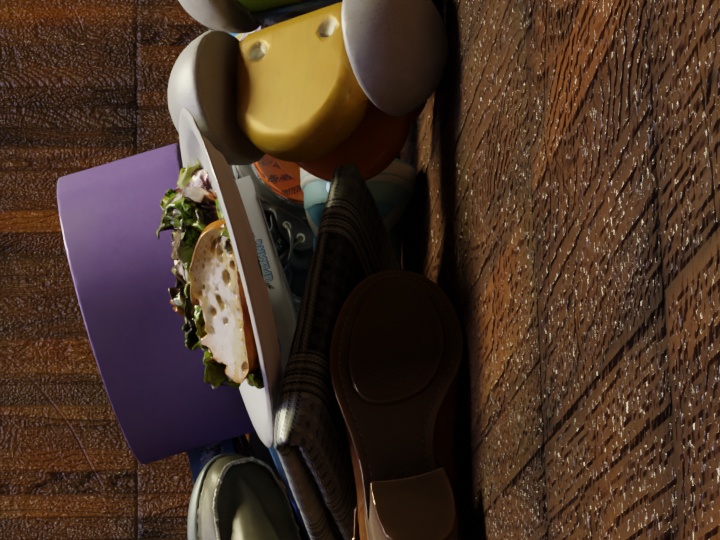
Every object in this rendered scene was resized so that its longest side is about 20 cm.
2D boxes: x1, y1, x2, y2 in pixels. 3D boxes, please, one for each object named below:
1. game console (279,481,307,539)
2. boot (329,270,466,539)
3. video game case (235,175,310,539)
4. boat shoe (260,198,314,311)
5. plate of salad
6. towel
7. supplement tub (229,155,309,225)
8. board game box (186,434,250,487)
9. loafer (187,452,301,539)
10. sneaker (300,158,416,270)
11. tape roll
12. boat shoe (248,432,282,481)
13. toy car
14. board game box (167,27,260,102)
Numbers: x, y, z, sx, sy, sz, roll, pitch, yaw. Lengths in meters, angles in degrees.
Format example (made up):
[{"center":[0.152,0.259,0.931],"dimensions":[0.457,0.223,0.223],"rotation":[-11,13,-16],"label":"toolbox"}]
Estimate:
[{"center":[-0.013,0.257,1.447],"dimensions":[0.200,0.031,0.177],"rotation":[-113,1,-56],"label":"game console"},{"center":[0.027,0.116,1.214],"dimensions":[0.156,0.076,0.201],"rotation":[89,171,-53],"label":"boot"},{"center":[-0.051,0.066,1.414],"dimensions":[0.200,0.045,0.182],"rotation":[74,176,-60],"label":"video game case"},{"center":[-0.069,-0.019,1.568],"dimensions":[0.070,0.200,0.066],"rotation":[-56,-10,-10],"label":"boat shoe"},{"center":[-0.086,0.007,1.233],"dimensions":[0.200,0.048,0.201],"rotation":[165,90,-81],"label":"plate of salad"},{"center":[-0.008,0.066,1.281],"dimensions":[0.200,0.034,0.193],"rotation":[68,-153,-54],"label":"towel"},{"center":[-0.040,-0.094,1.660],"dimensions":[0.200,0.122,0.123],"rotation":[166,104,-85],"label":"supplement tub"},{"center":[-0.081,0.174,1.492],"dimensions":[0.200,0.034,0.136],"rotation":[-111,0,-59],"label":"board game box"},{"center":[-0.050,0.199,1.307],"dimensions":[0.070,0.075,0.201],"rotation":[-39,58,43],"label":"loafer"},{"center":[0.000,0.000,1.450],"dimensions":[0.200,0.079,0.131],"rotation":[66,-156,-76],"label":"sneaker"},{"center":[-0.133,0.022,1.434],"dimensions":[0.200,0.085,0.201],"rotation":[-16,-90,-90],"label":"tape roll"},{"center":[-0.034,0.086,1.594],"dimensions":[0.068,0.073,0.200],"rotation":[111,179,-49],"label":"boat shoe"},{"center":[-0.016,-0.148,1.309],"dimensions":[0.150,0.175,0.201],"rotation":[27,-125,-53],"label":"toy car"},{"center":[-0.055,-0.166,1.532],"dimensions":[0.153,0.040,0.200],"rotation":[-55,19,-7],"label":"board game box"}]
